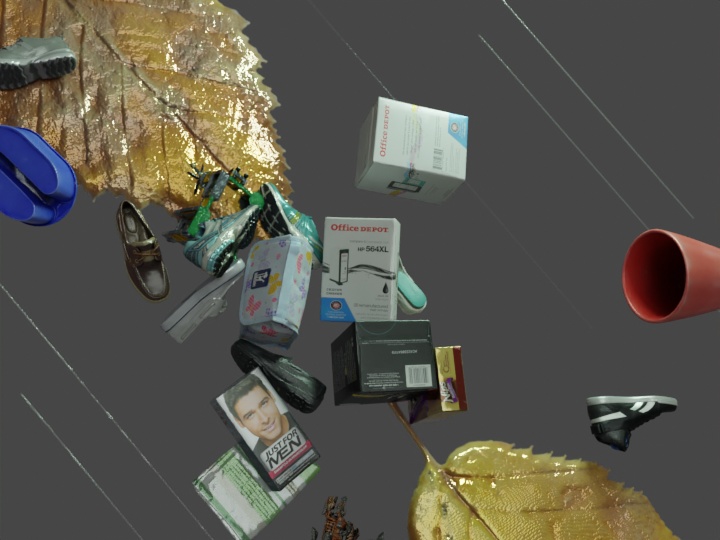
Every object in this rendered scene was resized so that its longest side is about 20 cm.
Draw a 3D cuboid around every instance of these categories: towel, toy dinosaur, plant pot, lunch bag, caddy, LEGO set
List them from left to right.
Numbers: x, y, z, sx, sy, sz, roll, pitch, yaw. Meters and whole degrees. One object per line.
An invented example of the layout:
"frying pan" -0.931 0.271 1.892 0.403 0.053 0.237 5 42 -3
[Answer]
"caddy" -0.615 -0.173 1.503 0.200 0.105 0.141 44 90 0
"LEGO set" -0.290 -0.099 1.592 0.153 0.115 0.202 30 69 -38
"towel" -0.189 0.380 1.507 0.200 0.031 0.150 -40 90 -25
"lunch bag" -0.157 0.039 1.520 0.126 0.200 0.172 13 71 -12
"toy dinosaur" -0.023 0.516 1.493 0.134 0.102 0.203 -3 93 -2
"plant pot" 0.704 0.015 1.795 0.175 0.200 0.203 2 73 -24

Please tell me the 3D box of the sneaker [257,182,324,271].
"sneaker" -0.136 -0.090 1.646 0.079 0.077 0.201 -36 91 -42

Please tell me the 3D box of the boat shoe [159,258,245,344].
"boat shoe" -0.280 0.058 1.525 0.199 0.074 0.065 -39 103 12

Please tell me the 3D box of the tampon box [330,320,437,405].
"tampon box" 0.039 0.176 1.536 0.148 0.200 0.128 -1 74 -15

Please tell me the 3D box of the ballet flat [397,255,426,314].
"ballet flat" 0.059 0.007 1.666 0.069 0.070 0.201 -30 80 -22

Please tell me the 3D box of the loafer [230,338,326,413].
"loafer" -0.155 0.191 1.553 0.199 0.068 0.071 34 47 1

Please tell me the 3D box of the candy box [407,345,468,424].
"candy box" 0.139 0.220 1.553 0.056 0.200 0.118 0 74 -16

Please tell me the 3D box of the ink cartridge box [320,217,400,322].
"ink cartridge box" 0.000 0.000 1.595 0.144 0.084 0.203 1 87 8

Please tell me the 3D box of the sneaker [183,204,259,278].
"sneaker" -0.250 -0.073 1.496 0.085 0.078 0.200 23 38 9

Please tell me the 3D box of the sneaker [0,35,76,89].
"sneaker" -0.656 -0.407 1.586 0.198 0.075 0.083 -15 64 -26

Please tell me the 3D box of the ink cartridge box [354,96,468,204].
"ink cartridge box" 0.103 -0.245 1.709 0.197 0.146 0.149 10 72 -13

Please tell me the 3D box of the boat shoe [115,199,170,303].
"boat shoe" -0.409 -0.038 1.538 0.071 0.072 0.202 -16 79 -20

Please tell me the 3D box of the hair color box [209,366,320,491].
"hair color box" -0.172 0.287 1.485 0.099 0.061 0.201 -36 91 -25

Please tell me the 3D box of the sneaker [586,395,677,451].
"sneaker" 0.571 0.322 1.725 0.197 0.073 0.113 1 77 -7
